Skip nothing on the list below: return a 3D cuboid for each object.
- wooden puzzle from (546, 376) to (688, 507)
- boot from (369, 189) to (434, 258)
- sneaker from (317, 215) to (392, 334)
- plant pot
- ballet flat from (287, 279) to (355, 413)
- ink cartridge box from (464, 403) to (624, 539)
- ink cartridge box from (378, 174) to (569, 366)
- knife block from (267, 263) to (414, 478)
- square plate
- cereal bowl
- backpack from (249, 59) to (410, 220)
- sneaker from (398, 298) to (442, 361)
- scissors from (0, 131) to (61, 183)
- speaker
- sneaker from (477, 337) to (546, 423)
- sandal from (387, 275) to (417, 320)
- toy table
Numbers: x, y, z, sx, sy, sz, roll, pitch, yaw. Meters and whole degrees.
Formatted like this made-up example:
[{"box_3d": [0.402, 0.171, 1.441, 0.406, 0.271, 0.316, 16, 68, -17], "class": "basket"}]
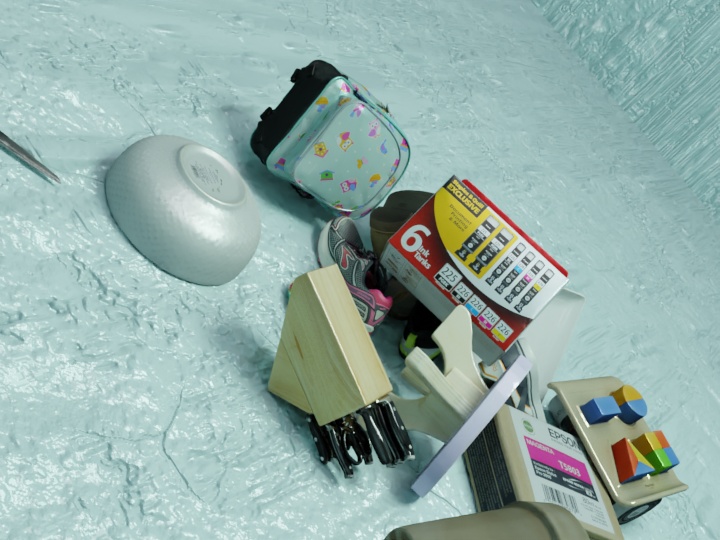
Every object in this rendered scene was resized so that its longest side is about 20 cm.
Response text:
[{"box_3d": [0.369, 0.226, 1.404, 0.184, 0.046, 0.201, 2, 50, -47], "class": "wooden puzzle"}, {"box_3d": [0.065, -0.065, 1.433, 0.073, 0.076, 0.200, 13, 25, 24], "class": "boot"}, {"box_3d": [0.000, 0.000, 1.335, 0.080, 0.075, 0.201, 22, 35, -35], "class": "sneaker"}, {"box_3d": [0.108, 0.321, 0.980, 0.172, 0.201, 0.201, 11, 40, -21], "class": "plant pot"}, {"box_3d": [-0.028, 0.078, 1.209, 0.075, 0.064, 0.201, 13, 42, -46], "class": "ballet flat"}, {"box_3d": [0.232, 0.276, 1.291, 0.199, 0.075, 0.166, 26, 35, -31], "class": "ink cartridge box"}, {"box_3d": [0.156, -0.015, 1.281, 0.200, 0.084, 0.176, 43, 72, 7], "class": "ink cartridge box"}, {"box_3d": [-0.007, 0.116, 1.082, 0.174, 0.202, 0.064, 24, 20, 24], "class": "knife block"}, {"box_3d": [0.212, 0.100, 1.402, 0.199, 0.200, 0.028, 21, 3, -38], "class": "square plate"}, {"box_3d": [-0.193, -0.085, 1.178, 0.199, 0.083, 0.201, 34, 31, -24], "class": "cereal bowl"}, {"box_3d": [-0.026, -0.169, 1.401, 0.200, 0.176, 0.153, 33, 9, -44], "class": "backpack"}, {"box_3d": [0.118, 0.044, 1.348, 0.071, 0.083, 0.200, 24, 54, 17], "class": "sneaker"}, {"box_3d": [-0.405, -0.154, 1.058, 0.200, 0.014, 0.073, 47, 26, -1], "class": "scissors"}, {"box_3d": [0.354, 0.262, 1.466, 0.081, 0.081, 0.201, 10, 45, -47], "class": "speaker"}, {"box_3d": [0.203, 0.174, 1.358, 0.079, 0.079, 0.201, -111, -178, -50], "class": "sneaker"}, {"box_3d": [0.075, 0.007, 1.426, 0.081, 0.055, 0.200, 25, 28, 17], "class": "sandal"}, {"box_3d": [0.095, 0.148, 1.171, 0.117, 0.184, 0.200, 41, 70, 9], "class": "toy table"}]
